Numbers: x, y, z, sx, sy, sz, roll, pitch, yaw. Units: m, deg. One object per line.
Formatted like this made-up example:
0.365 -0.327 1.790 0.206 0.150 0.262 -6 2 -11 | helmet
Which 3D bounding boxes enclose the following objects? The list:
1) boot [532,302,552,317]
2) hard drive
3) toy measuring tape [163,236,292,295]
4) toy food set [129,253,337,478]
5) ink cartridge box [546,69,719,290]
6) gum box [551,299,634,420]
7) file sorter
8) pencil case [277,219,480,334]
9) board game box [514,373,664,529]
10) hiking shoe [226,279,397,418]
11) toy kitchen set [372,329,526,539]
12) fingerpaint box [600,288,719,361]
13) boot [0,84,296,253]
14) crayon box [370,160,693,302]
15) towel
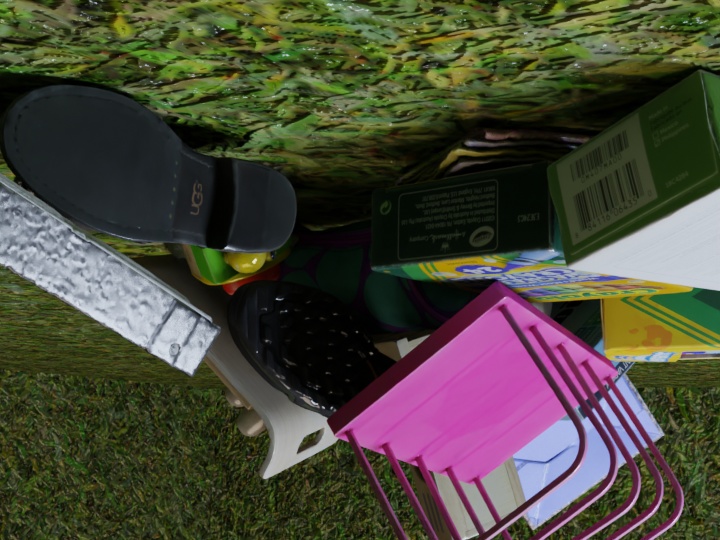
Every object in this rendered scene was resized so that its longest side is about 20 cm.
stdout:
0.083 0.044 1.098 0.198 0.098 0.075 -4 170 30 | boot
-0.180 -0.020 0.616 0.139 0.038 0.200 23 169 46 | hard drive
-0.094 -0.025 0.834 0.073 0.074 0.200 5 -174 -20 | toy measuring tape
-0.104 0.064 0.891 0.060 0.200 0.143 -47 167 17 | toy food set
0.205 -0.035 0.613 0.199 0.060 0.104 8 154 -35 | ink cartridge box
0.190 0.076 1.139 0.170 0.045 0.200 -42 -167 -27 | gum box
0.105 0.124 0.754 0.139 0.126 0.200 -39 147 14 | file sorter
0.000 0.000 0.842 0.199 0.085 0.093 -5 132 51 | pencil case
0.188 0.148 1.208 0.159 0.097 0.200 -35 -167 -2 | board game box
-0.030 0.070 0.816 0.100 0.076 0.200 -4 148 47 | hiking shoe
0.009 0.151 1.050 0.162 0.182 0.200 -17 180 -26 | toy kitchen set
0.262 0.029 0.873 0.165 0.074 0.200 -3 173 11 | fingerpaint box
-0.152 -0.047 0.680 0.173 0.070 0.199 5 169 45 | boot
0.117 -0.015 0.717 0.125 0.052 0.199 -6 169 41 | crayon box
0.128 -0.053 0.711 0.198 0.023 0.144 4 170 -15 | towel
